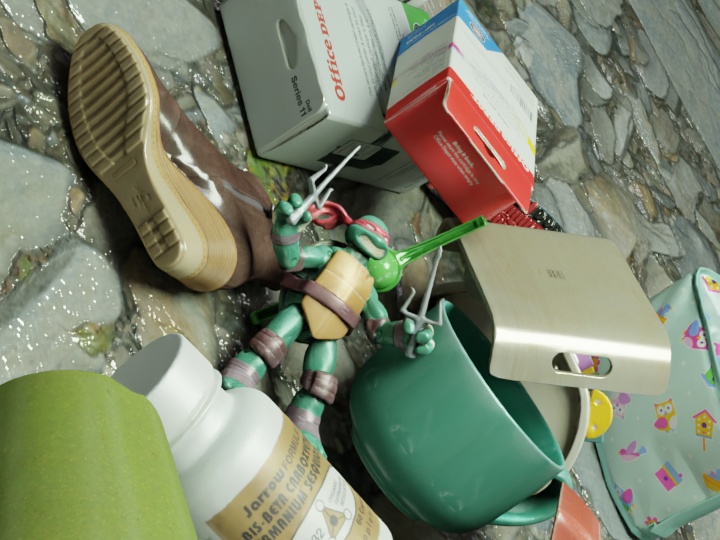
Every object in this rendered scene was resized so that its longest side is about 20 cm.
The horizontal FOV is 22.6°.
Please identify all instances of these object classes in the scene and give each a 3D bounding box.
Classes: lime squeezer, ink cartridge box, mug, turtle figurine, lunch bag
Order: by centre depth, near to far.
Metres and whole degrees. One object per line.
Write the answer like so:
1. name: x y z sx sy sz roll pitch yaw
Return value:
1. turtle figurine: -0.018 0.024 1.281 0.149 0.101 0.201 32 76 -8
2. mug: 0.072 0.130 1.337 0.186 0.114 0.152 54 10 1
3. lime squeezer: 0.000 0.000 1.378 0.198 0.071 0.038 -22 70 -15
4. ink cartridge box: 0.081 -0.117 1.422 0.116 0.067 0.201 50 24 -20
5. ink cartridge box: -0.011 -0.157 1.489 0.199 0.083 0.148 12 57 -51
6. lunch bag: 0.295 0.127 1.620 0.121 0.170 0.202 17 53 -38

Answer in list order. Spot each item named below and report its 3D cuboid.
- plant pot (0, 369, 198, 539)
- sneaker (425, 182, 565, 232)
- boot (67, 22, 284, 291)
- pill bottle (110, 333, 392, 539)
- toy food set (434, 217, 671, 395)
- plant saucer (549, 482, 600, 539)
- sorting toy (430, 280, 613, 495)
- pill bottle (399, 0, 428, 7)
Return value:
1. plant pot: -0.161 0.164 0.980 0.199 0.200 0.191 34 28 -35
2. sneaker: 0.115 -0.058 1.620 0.201 0.079 0.096 57 -2 14
3. boot: -0.128 -0.076 1.306 0.166 0.072 0.202 7 58 -65
4. pill bottle: -0.080 0.141 1.145 0.200 0.114 0.115 49 35 -19
5. toy food set: 0.143 0.029 1.390 0.142 0.061 0.201 8 29 -15
6. plant saucer: 0.132 0.254 1.231 0.200 0.036 0.202 14 88 -82
7. sorting toy: 0.158 0.086 1.557 0.202 0.106 0.180 66 14 7
8. pill bottle: -0.010 -0.321 1.587 0.199 0.112 0.113 31 43 -37
